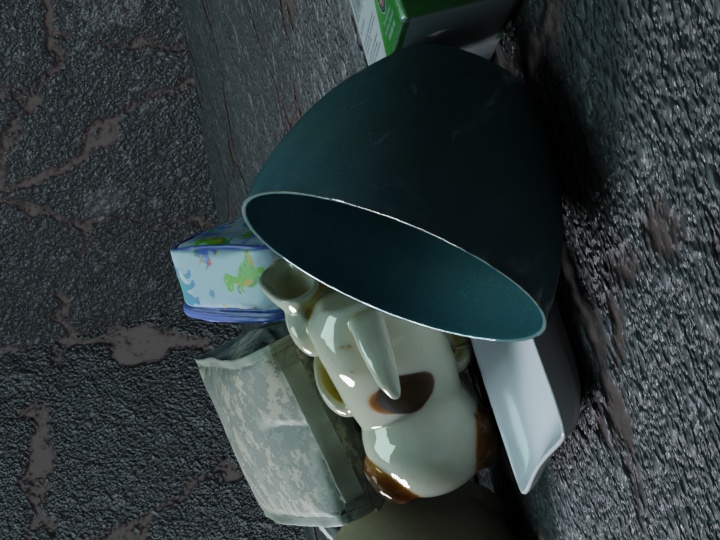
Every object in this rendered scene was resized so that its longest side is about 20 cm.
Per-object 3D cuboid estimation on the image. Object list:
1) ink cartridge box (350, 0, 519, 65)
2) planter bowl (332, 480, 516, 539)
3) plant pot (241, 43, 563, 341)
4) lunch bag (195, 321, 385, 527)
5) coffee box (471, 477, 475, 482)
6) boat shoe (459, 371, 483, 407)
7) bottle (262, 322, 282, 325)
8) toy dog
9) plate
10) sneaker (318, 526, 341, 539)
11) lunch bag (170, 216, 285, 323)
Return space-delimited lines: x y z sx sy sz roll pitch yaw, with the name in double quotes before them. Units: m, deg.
"ink cartridge box" 0.028 -0.237 1.070 0.147 0.083 0.201 113 141 -77
"planter bowl" 0.060 0.257 1.411 0.201 0.199 0.135 91 -170 -61
"plant pot" 0.043 -0.059 1.016 0.200 0.199 0.135 109 -177 -75
"lunch bag" -0.048 0.125 1.393 0.165 0.117 0.200 66 165 -6
"coffee box" 0.072 0.253 1.601 0.114 0.079 0.201 -130 28 -73
"boat shoe" 0.044 0.090 1.436 0.201 0.071 0.070 54 171 25
"bottle" -0.054 0.055 1.595 0.200 0.065 0.084 -13 -72 -82
"toy dog" 0.037 0.079 1.261 0.201 0.139 0.194 66 171 -26
"plate" 0.111 0.042 1.162 0.200 0.032 0.201 99 155 -70
"sneaker" -0.013 0.162 1.544 0.090 0.070 0.201 101 167 -49
"lunch bag" -0.053 -0.017 1.411 0.160 0.200 0.083 1 109 44
